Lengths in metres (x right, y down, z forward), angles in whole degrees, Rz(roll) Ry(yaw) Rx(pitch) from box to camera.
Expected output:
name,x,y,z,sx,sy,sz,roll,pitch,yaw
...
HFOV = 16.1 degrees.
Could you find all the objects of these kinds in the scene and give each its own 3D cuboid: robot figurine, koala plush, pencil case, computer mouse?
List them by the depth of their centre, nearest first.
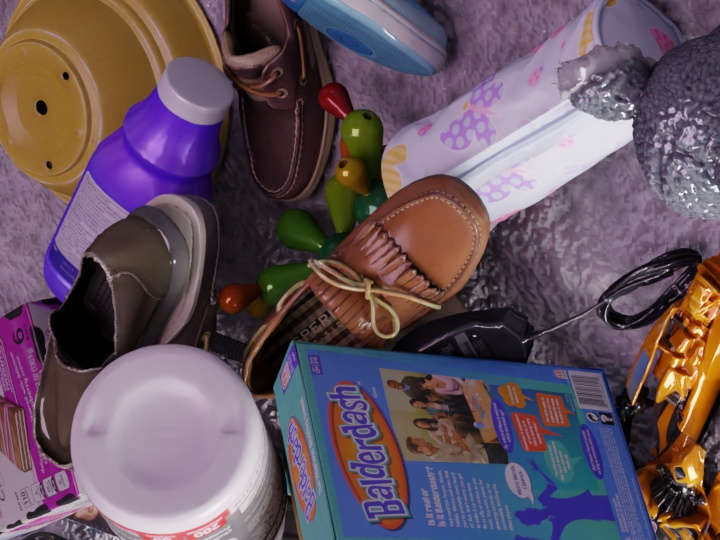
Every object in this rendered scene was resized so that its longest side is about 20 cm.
name,x,y,z,sx,sy,sz,roll,pitch,yaw
koala plush,0.209,-0.080,1.325,0.177,0.200,0.184,41,125,21
robot figurine,0.203,0.097,1.478,0.145,0.058,0.201,37,124,27
pencil case,0.100,-0.085,1.483,0.200,0.091,0.083,-32,83,39
computer mouse,0.106,0.026,1.499,0.199,0.034,0.059,-20,135,7

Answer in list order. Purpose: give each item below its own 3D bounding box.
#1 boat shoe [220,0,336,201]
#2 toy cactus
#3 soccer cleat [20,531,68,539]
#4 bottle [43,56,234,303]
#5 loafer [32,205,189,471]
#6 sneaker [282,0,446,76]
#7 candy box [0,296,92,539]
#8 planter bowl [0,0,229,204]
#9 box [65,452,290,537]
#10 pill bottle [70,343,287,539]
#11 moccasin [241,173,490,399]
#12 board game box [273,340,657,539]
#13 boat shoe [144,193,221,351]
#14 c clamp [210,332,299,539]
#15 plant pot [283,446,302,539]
name,x,y,z,sx,sy,sz,roll,pitch,yaw
boat shoe,-0.062,-0.138,1.607,0.072,0.072,0.201,16,113,34
toy cactus,0.000,0.000,1.578,0.165,0.102,0.201,33,115,35
soccer cleat,-0.174,0.266,1.838,0.200,0.068,0.073,42,170,4
bottle,-0.138,-0.051,1.638,0.083,0.065,0.200,36,130,8
loafer,-0.171,0.046,1.580,0.075,0.069,0.201,40,127,27
sneaker,-0.006,-0.217,1.539,0.200,0.131,0.079,36,167,-14
candy box,-0.234,0.107,1.758,0.200,0.061,0.137,-28,76,53
planter bowl,-0.190,-0.116,1.710,0.200,0.083,0.202,12,111,36
box,-0.132,0.150,1.768,0.199,0.049,0.083,15,112,34
pill bottle,-0.105,0.128,1.561,0.114,0.114,0.200,45,170,19
moccasin,-0.001,0.013,1.489,0.201,0.078,0.074,-32,99,36
board game box,0.059,0.116,1.445,0.153,0.199,0.045,-102,27,-43
boat shoe,-0.124,0.033,1.623,0.072,0.059,0.201,36,125,29
c clamp,-0.070,0.083,1.680,0.199,0.027,0.172,26,89,21
plant pot,0.046,0.170,1.553,0.201,0.200,0.190,-43,60,38
